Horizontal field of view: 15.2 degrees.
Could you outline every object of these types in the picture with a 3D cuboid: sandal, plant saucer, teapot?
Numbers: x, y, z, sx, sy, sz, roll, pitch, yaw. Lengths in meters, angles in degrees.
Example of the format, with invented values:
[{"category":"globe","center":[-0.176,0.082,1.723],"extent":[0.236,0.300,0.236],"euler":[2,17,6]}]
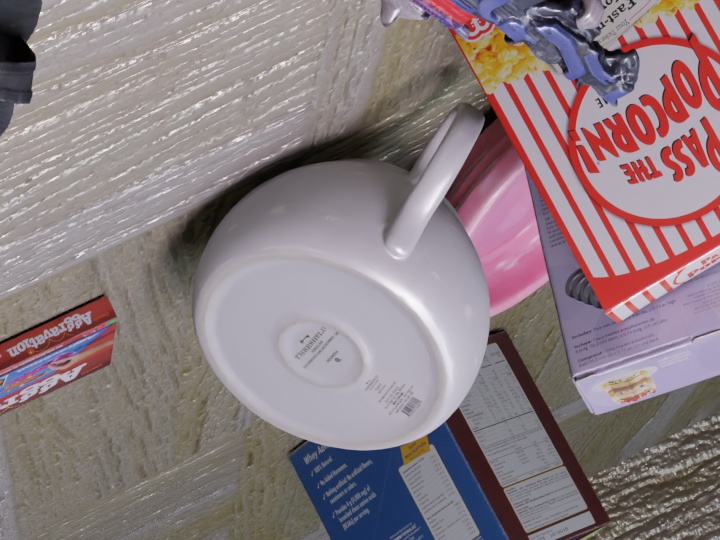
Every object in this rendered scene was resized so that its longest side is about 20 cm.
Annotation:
[{"category":"sandal","center":[-0.172,-0.081,1.201],"extent":[0.075,0.048,0.201],"euler":[-25,167,-14]},{"category":"plant saucer","center":[0.112,-0.053,1.799],"extent":[0.200,0.051,0.201],"euler":[-37,156,-19]},{"category":"teapot","center":[0.000,0.000,1.657],"extent":[0.199,0.198,0.147],"euler":[-1,-139,26]}]

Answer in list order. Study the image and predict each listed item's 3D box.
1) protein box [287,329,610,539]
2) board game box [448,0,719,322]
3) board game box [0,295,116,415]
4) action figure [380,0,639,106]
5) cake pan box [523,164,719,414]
[{"category":"protein box","center":[0.077,0.196,2.417],"extent":[0.134,0.201,0.198],"euler":[-14,161,-46]},{"category":"board game box","center":[0.156,-0.096,1.487],"extent":[0.151,0.201,0.046],"euler":[-31,167,8]},{"category":"board game box","center":[-0.249,0.080,1.713],"extent":[0.199,0.020,0.103],"euler":[-25,168,-15]},{"category":"action figure","center":[0.094,-0.171,1.308],"extent":[0.193,0.105,0.200],"euler":[-27,143,17]},{"category":"cake pan box","center":[0.200,-0.032,1.541],"extent":[0.199,0.185,0.052],"euler":[-21,144,11]}]
